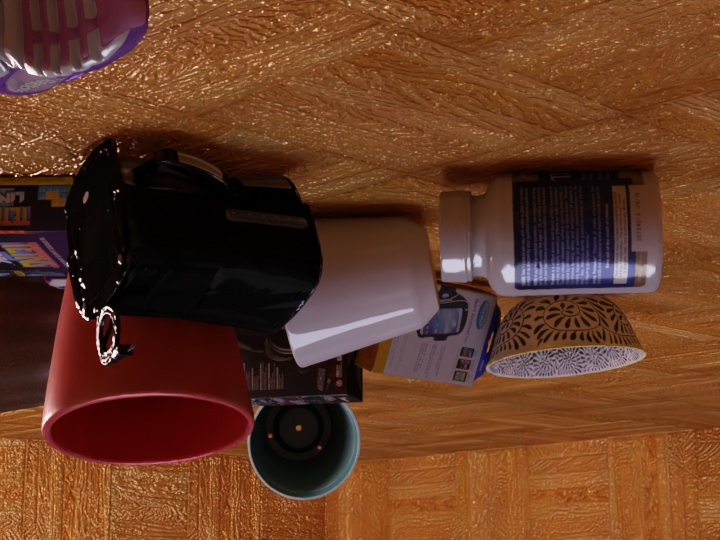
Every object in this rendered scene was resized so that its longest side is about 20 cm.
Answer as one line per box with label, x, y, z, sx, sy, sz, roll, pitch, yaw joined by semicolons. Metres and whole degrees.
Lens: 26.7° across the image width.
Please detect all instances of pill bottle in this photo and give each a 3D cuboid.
pill bottle;0.172;-0.033;1.382;0.197;0.113;0.111;-1;168;5

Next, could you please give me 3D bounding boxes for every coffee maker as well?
coffee maker;-0.145;-0.003;1.326;0.198;0.195;0.134;8;165;-33

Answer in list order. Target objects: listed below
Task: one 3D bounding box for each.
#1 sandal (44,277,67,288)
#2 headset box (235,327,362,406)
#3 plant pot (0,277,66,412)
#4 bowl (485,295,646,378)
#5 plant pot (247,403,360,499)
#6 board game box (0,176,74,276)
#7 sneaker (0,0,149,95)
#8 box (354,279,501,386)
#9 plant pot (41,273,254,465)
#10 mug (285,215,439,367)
sandal;-0.298;0.006;1.701;0.200;0.051;0.082;5;167;-20
headset box;-0.100;0.086;1.837;0.197;0.151;0.077;-3;168;15
plant pot;-0.428;0.083;1.762;0.196;0.203;0.200;-2;170;-28
bowl;0.249;0.069;1.876;0.198;0.096;0.201;-5;166;-1
plant pot;-0.106;0.294;2.733;0.197;0.203;0.188;1;-177;-5
board game box;-0.341;-0.039;1.485;0.163;0.058;0.200;1;168;2
sneaker;-0.191;-0.150;0.948;0.198;0.082;0.088;-5;175;42
box;0.089;0.073;1.842;0.199;0.121;0.041;12;-173;-44
plant pot;-0.202;0.069;1.429;0.197;0.179;0.201;-5;155;-3
mug;-0.001;-0.002;1.552;0.151;0.188;0.150;-10;134;5
